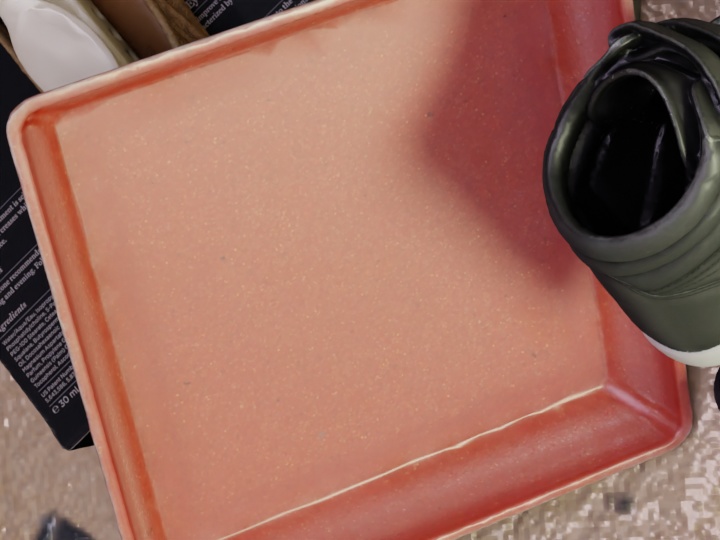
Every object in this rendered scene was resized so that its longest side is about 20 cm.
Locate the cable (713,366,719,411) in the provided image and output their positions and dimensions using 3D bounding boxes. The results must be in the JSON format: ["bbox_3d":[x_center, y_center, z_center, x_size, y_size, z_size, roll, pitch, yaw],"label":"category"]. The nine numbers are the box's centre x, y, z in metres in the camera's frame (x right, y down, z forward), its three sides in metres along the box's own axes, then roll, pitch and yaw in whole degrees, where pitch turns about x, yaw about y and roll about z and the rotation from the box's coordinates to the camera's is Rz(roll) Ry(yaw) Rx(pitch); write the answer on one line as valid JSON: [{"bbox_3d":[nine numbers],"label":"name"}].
[{"bbox_3d":[0.200,-0.002,0.791,0.200,0.051,0.163,-20,81,21],"label":"cable"}]

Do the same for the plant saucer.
[{"bbox_3d":[0.000,0.000,0.793,0.200,0.037,0.200,-21,120,-16],"label":"plant saucer"}]

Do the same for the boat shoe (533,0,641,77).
[{"bbox_3d":[0.039,-0.153,0.849,0.071,0.070,0.201,-20,80,31],"label":"boat shoe"}]

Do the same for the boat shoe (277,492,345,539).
[{"bbox_3d":[0.019,0.163,0.858,0.075,0.075,0.202,-44,70,30],"label":"boat shoe"}]

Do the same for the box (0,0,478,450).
[{"bbox_3d":[-0.062,-0.056,0.876,0.200,0.079,0.141,-43,78,16],"label":"box"}]

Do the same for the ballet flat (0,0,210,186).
[{"bbox_3d":[-0.106,-0.095,0.815,0.068,0.072,0.200,-42,75,17],"label":"ballet flat"}]

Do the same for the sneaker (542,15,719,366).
[{"bbox_3d":[0.128,-0.069,0.754,0.071,0.099,0.200,33,94,35],"label":"sneaker"}]
